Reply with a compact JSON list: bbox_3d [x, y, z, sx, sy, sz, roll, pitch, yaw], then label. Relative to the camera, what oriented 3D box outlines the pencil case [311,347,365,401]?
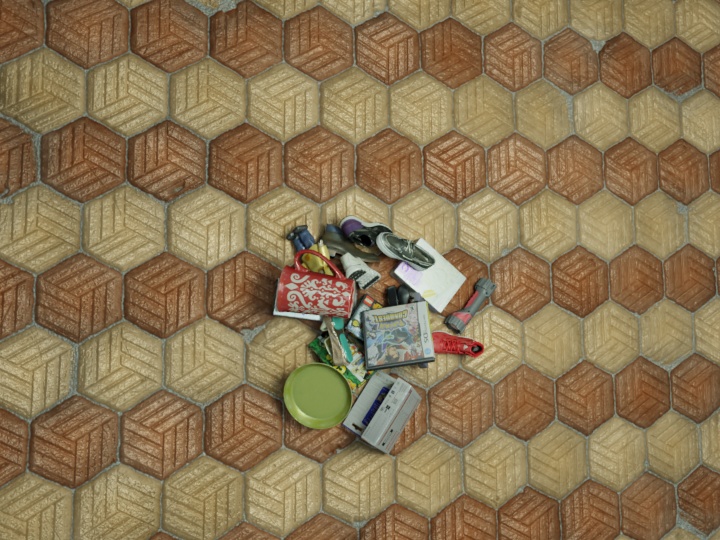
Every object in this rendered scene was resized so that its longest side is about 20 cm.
[{"bbox_3d":[-0.057,0.313,1.717,0.199,0.078,0.090,-30,93,-14],"label":"pencil case"}]

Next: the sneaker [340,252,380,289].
[{"bbox_3d":[0.000,0.000,1.715,0.075,0.200,0.081,-37,66,8],"label":"sneaker"}]

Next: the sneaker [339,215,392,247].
[{"bbox_3d":[0.028,-0.097,1.739,0.199,0.076,0.088,9,40,-40],"label":"sneaker"}]

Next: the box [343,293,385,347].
[{"bbox_3d":[0.058,0.183,1.759,0.199,0.040,0.137,36,61,-8],"label":"box"}]

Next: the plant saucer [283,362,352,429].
[{"bbox_3d":[-0.119,0.353,1.642,0.198,0.031,0.202,1,103,6],"label":"plant saucer"}]

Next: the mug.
[{"bbox_3d":[-0.119,0.049,1.589,0.198,0.179,0.134,9,38,5],"label":"mug"}]

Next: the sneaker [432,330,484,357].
[{"bbox_3d":[0.291,0.228,1.789,0.198,0.115,0.079,2,84,-14],"label":"sneaker"}]

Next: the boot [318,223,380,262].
[{"bbox_3d":[-0.029,-0.079,1.761,0.198,0.075,0.098,10,85,-11],"label":"boot"}]

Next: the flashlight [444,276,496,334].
[{"bbox_3d":[0.350,0.109,1.845,0.068,0.068,0.200,40,73,-9],"label":"flashlight"}]

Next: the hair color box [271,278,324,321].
[{"bbox_3d":[-0.160,0.092,1.720,0.198,0.065,0.110,9,83,-14],"label":"hair color box"}]

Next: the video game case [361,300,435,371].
[{"bbox_3d":[0.107,0.188,1.668,0.198,0.026,0.182,-10,63,10],"label":"video game case"}]

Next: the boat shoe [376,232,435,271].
[{"bbox_3d":[0.141,-0.066,1.724,0.199,0.071,0.073,25,60,-25],"label":"boat shoe"}]

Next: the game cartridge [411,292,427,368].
[{"bbox_3d":[0.182,0.182,1.740,0.038,0.130,0.202,-7,63,21],"label":"game cartridge"}]

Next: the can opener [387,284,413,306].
[{"bbox_3d":[0.140,0.138,1.766,0.078,0.063,0.202,-20,76,22],"label":"can opener"}]

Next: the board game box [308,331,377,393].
[{"bbox_3d":[-0.052,0.256,1.695,0.105,0.024,0.200,-40,62,-18],"label":"board game box"}]

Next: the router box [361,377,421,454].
[{"bbox_3d":[0.096,0.431,1.694,0.049,0.180,0.201,28,76,26],"label":"router box"}]

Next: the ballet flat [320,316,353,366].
[{"bbox_3d":[-0.080,0.181,1.667,0.067,0.068,0.202,-20,75,23],"label":"ballet flat"}]

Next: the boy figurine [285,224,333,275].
[{"bbox_3d":[-0.145,-0.032,1.710,0.124,0.064,0.201,-35,77,26],"label":"boy figurine"}]

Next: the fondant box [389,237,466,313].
[{"bbox_3d":[0.213,0.017,1.820,0.200,0.058,0.145,41,78,-6],"label":"fondant box"}]

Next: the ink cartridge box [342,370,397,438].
[{"bbox_3d":[0.038,0.403,1.728,0.094,0.037,0.201,26,74,31],"label":"ink cartridge box"}]
